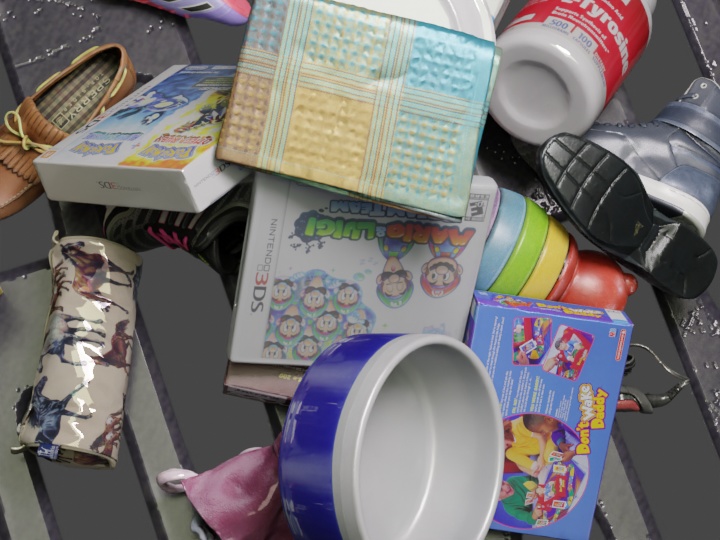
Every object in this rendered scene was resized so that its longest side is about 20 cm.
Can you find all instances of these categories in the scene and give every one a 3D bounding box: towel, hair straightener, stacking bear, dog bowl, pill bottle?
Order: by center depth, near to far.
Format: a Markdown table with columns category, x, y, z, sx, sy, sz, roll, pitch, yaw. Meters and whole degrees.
| category | x | y | z | sx | sy | sz | roll | pitch | yaw |
| --- | --- | --- | --- | --- | --- | --- | --- | --- | --- |
| towel | 0.000 | -0.130 | 1.206 | 0.200 | 0.022 | 0.147 | 14 | 90 | -4 |
| dog bowl | 0.028 | 0.149 | 1.226 | 0.079 | 0.200 | 0.200 | 1 | 72 | 39 |
| stacking bear | 0.145 | -0.008 | 1.375 | 0.200 | 0.114 | 0.121 | 25 | 110 | -11 |
| hair straightener | 0.196 | 0.092 | 1.390 | 0.200 | 0.041 | 0.077 | -2 | 78 | -5 |
| pill bottle | 0.193 | -0.206 | 1.391 | 0.112 | 0.112 | 0.200 | 35 | 47 | 3 |

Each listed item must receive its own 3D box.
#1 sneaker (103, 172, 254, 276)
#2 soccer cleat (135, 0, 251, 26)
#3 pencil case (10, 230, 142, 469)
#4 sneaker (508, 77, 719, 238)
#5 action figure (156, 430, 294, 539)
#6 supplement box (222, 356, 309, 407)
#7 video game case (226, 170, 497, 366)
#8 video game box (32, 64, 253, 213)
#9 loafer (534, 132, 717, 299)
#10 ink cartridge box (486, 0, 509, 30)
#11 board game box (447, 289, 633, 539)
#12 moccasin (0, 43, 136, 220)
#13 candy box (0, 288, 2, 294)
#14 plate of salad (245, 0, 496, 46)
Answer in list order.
| category | x | y | z | sx | sy | sz | roll | pitch | yaw |
| --- | --- | --- | --- | --- | --- | --- | --- | --- | --- |
| sneaker | -0.138 | -0.035 | 1.335 | 0.200 | 0.074 | 0.087 | -11 | 61 | 22 |
| soccer cleat | -0.195 | -0.271 | 1.434 | 0.200 | 0.067 | 0.076 | 31 | 108 | -3 |
| pencil case | -0.242 | 0.069 | 1.337 | 0.089 | 0.078 | 0.200 | 10 | 76 | -18 |
| sneaker | 0.250 | -0.127 | 1.432 | 0.202 | 0.077 | 0.146 | 28 | 68 | 10 |
| action figure | -0.049 | 0.155 | 1.311 | 0.149 | 0.134 | 0.200 | 40 | 101 | 29 |
| supplement box | -0.050 | 0.020 | 1.374 | 0.109 | 0.061 | 0.200 | 13 | 76 | -4 |
| video game case | 0.000 | 0.000 | 1.286 | 0.200 | 0.024 | 0.182 | 4 | 117 | -15 |
| video game box | -0.148 | -0.116 | 1.308 | 0.182 | 0.200 | 0.047 | -44 | 125 | -35 |
| loafer | 0.220 | -0.046 | 1.359 | 0.200 | 0.072 | 0.073 | 42 | 81 | -19 |
| ink cartridge box | 0.052 | -0.238 | 1.355 | 0.145 | 0.200 | 0.147 | 25 | 95 | 2 |
| board game box | 0.146 | 0.126 | 1.333 | 0.134 | 0.045 | 0.200 | 9 | 104 | -4 |
| moccasin | -0.278 | -0.123 | 1.376 | 0.201 | 0.078 | 0.074 | -41 | 84 | -12 |
| candy box | -0.368 | 0.012 | 1.275 | 0.117 | 0.200 | 0.056 | -38 | 84 | -12 |
| plate of salad | 0.008 | -0.176 | 1.239 | 0.200 | 0.048 | 0.200 | 0 | 91 | -5 |
